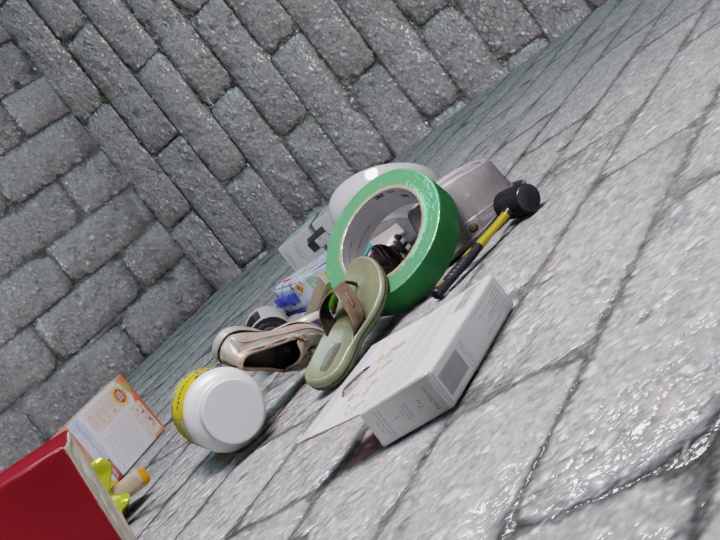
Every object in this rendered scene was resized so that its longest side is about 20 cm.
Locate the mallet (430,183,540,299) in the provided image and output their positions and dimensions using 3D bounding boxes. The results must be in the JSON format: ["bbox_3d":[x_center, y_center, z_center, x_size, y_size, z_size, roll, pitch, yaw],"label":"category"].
[{"bbox_3d":[0.160,-0.038,1.524,0.200,0.041,0.066,-49,14,-31],"label":"mallet"}]

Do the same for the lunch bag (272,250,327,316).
[{"bbox_3d":[-0.067,0.020,2.084,0.159,0.076,0.200,-34,5,-21],"label":"lunch bag"}]

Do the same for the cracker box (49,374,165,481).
[{"bbox_3d":[-0.456,0.296,2.180,0.057,0.134,0.200,-35,8,28],"label":"cracker box"}]

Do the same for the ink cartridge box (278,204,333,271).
[{"bbox_3d":[-0.085,-0.097,2.913,0.199,0.083,0.147,-34,9,30],"label":"ink cartridge box"}]

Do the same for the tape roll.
[{"bbox_3d":[0.041,-0.039,1.626,0.199,0.048,0.203,-24,50,32],"label":"tape roll"}]

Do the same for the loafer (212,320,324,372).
[{"bbox_3d":[-0.110,0.114,1.647,0.198,0.063,0.073,1,-67,-44],"label":"loafer"}]

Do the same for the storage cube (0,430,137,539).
[{"bbox_3d":[-0.380,0.321,1.430,0.179,0.201,0.171,-33,5,-11],"label":"storage cube"}]

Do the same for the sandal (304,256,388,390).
[{"bbox_3d":[-0.022,0.058,1.530,0.079,0.057,0.203,-12,42,40],"label":"sandal"}]

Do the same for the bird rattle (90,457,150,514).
[{"bbox_3d":[-0.384,0.357,1.749,0.163,0.113,0.200,-30,-16,-52],"label":"bird rattle"}]

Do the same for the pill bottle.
[{"bbox_3d":[-0.186,0.184,1.597,0.111,0.112,0.200,-41,8,-16],"label":"pill bottle"}]

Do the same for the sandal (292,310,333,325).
[{"bbox_3d":[-0.077,0.104,1.799,0.082,0.050,0.203,-25,-10,-16],"label":"sandal"}]

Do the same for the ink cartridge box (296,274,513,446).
[{"bbox_3d":[0.048,0.100,1.178,0.175,0.045,0.200,-34,9,35],"label":"ink cartridge box"}]

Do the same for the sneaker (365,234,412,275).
[{"bbox_3d":[0.021,0.018,1.775,0.115,0.076,0.200,-43,-4,18],"label":"sneaker"}]

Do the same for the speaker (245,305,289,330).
[{"bbox_3d":[-0.152,0.108,2.019,0.081,0.082,0.200,-39,7,-3],"label":"speaker"}]

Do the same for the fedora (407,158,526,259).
[{"bbox_3d":[0.136,-0.087,1.694,0.199,0.091,0.177,-37,7,21],"label":"fedora"}]

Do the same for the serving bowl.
[{"bbox_3d":[0.050,-0.088,1.948,0.199,0.199,0.067,-34,52,33],"label":"serving bowl"}]

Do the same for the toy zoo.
[{"bbox_3d":[0.000,0.000,1.887,0.199,0.020,0.132,-34,-19,-31],"label":"toy zoo"}]
